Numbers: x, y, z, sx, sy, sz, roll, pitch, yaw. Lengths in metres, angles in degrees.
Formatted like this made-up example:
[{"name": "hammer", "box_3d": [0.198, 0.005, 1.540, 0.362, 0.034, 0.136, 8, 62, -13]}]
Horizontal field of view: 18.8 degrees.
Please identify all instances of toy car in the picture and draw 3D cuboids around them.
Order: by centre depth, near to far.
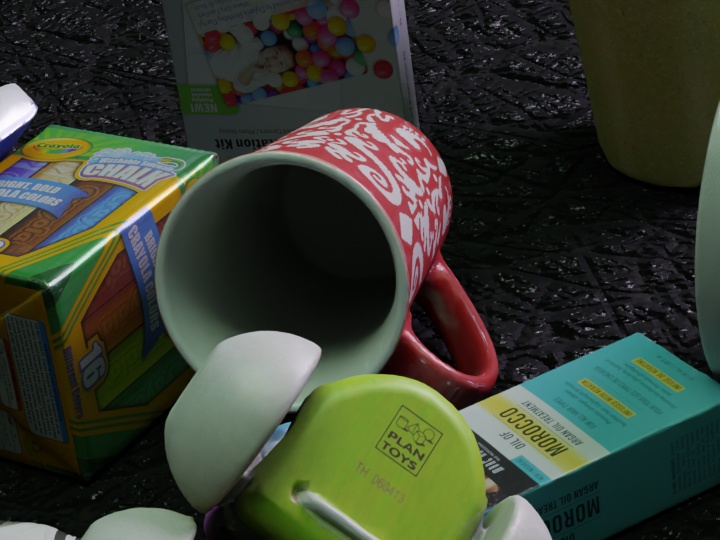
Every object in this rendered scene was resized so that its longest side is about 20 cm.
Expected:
[{"name": "toy car", "box_3d": [-0.028, 0.137, 0.917, 0.201, 0.175, 0.150, -56, 3, -15]}]

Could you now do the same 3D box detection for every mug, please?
[{"name": "mug", "box_3d": [-0.011, 0.002, 1.183, 0.133, 0.178, 0.200, -23, 9, 17]}]

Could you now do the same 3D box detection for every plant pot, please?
[{"name": "plant pot", "box_3d": [0.206, -0.160, 1.346, 0.199, 0.185, 0.201, -6, 30, 3]}]

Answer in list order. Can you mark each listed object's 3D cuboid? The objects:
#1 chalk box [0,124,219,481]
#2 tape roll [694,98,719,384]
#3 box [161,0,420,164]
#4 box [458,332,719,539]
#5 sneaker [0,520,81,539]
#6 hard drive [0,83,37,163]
[{"name": "chalk box", "box_3d": [-0.148, 0.003, 1.209, 0.123, 0.126, 0.200, 11, 36, 31]}, {"name": "tape roll", "box_3d": [0.263, -0.026, 1.077, 0.138, 0.204, 0.203, 8, 33, 28]}, {"name": "box", "box_3d": [-0.048, -0.161, 1.393, 0.155, 0.201, 0.041, 1, 30, 16]}, {"name": "box", "box_3d": [0.080, 0.099, 1.056, 0.199, 0.049, 0.082, -22, 32, -23]}, {"name": "sneaker", "box_3d": [-0.166, 0.172, 0.962, 0.115, 0.076, 0.201, 2, 28, 20]}, {"name": "hard drive", "box_3d": [-0.267, -0.014, 1.230, 0.025, 0.200, 0.132, 45, 44, 1]}]
